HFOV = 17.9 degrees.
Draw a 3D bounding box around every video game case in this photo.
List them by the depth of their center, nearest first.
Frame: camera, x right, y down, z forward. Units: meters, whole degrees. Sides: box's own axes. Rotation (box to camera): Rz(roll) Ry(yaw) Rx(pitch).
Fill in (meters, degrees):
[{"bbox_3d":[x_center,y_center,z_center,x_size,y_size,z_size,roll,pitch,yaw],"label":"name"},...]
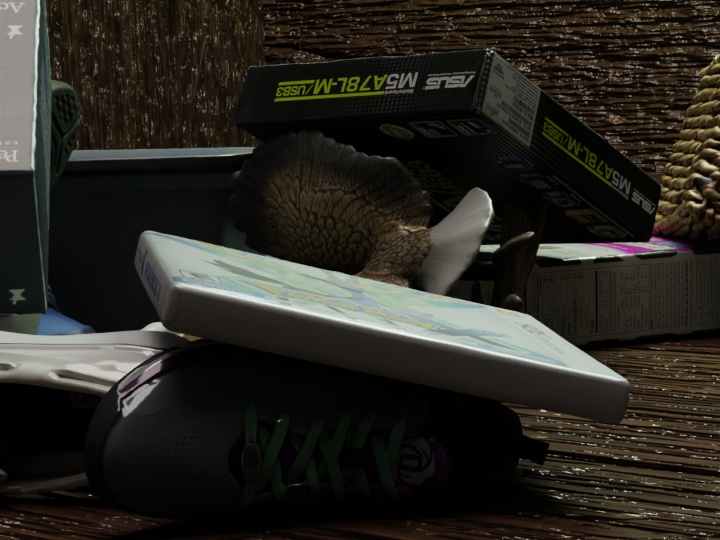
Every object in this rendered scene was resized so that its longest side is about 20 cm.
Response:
[{"bbox_3d":[0.003,0.022,1.015,0.198,0.022,0.182,12,6,-11],"label":"video game case"}]

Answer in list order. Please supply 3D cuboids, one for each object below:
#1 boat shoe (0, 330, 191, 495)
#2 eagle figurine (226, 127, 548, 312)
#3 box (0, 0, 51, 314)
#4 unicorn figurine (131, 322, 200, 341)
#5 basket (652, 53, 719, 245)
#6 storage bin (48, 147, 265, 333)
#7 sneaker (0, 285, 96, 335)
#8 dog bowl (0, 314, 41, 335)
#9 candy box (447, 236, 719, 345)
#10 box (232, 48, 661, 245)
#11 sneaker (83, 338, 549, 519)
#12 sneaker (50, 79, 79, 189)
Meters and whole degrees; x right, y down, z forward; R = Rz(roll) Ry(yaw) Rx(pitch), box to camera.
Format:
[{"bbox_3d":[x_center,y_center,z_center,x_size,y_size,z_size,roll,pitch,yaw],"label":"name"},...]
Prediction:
[{"bbox_3d":[-0.165,0.065,1.014,0.198,0.074,0.065,-11,16,18],"label":"boat shoe"},{"bbox_3d":[-0.001,0.007,1.330,0.198,0.152,0.152,11,16,7],"label":"eagle figurine"},{"bbox_3d":[-0.246,-0.079,1.256,0.147,0.108,0.201,-2,45,-5],"label":"box"},{"bbox_3d":[-0.121,0.055,1.189,0.136,0.075,0.200,-12,-9,-3],"label":"unicorn figurine"},{"bbox_3d":[0.293,-0.067,1.578,0.142,0.150,0.200,24,-8,-1],"label":"basket"},{"bbox_3d":[-0.148,-0.011,1.499,0.198,0.136,0.145,1,6,20],"label":"storage bin"},{"bbox_3d":[-0.247,-0.007,1.422,0.199,0.148,0.080,1,6,34],"label":"sneaker"},{"bbox_3d":[-0.276,0.052,1.284,0.198,0.059,0.200,-1,5,0],"label":"dog bowl"},{"bbox_3d":[0.129,0.014,1.522,0.198,0.062,0.136,-4,6,-26],"label":"candy box"},{"bbox_3d":[0.055,-0.071,1.407,0.192,0.048,0.200,-2,-24,39],"label":"box"},{"bbox_3d":[-0.015,0.067,0.951,0.199,0.075,0.087,-5,11,-39],"label":"sneaker"},{"bbox_3d":[-0.257,-0.063,1.377,0.113,0.077,0.200,18,45,26],"label":"sneaker"}]
